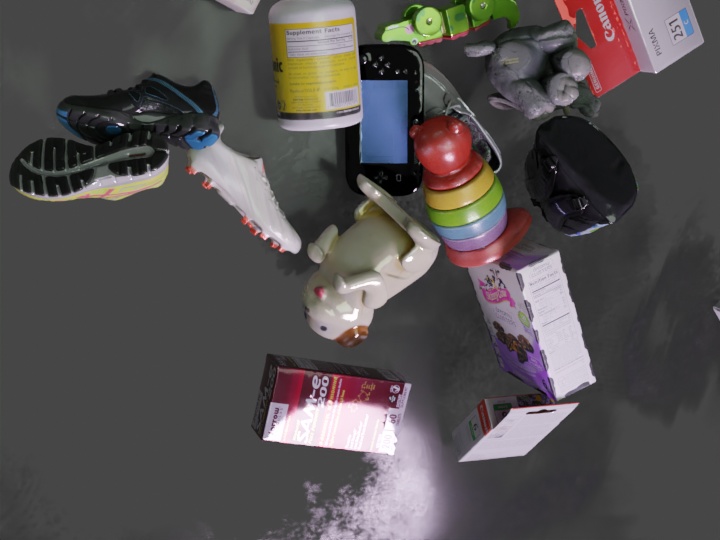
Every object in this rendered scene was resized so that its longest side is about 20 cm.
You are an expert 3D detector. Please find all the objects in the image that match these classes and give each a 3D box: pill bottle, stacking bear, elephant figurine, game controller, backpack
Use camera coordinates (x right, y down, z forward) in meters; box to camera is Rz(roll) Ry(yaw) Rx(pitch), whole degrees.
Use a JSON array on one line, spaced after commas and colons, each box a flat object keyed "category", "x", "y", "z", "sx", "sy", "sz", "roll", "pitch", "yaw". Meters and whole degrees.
[{"category": "pill bottle", "x": -0.057, "y": -0.283, "z": 1.565, "sx": 0.110, "sy": 0.111, "sz": 0.202, "roll": -9, "pitch": 105, "yaw": -18}, {"category": "stacking bear", "x": 0.130, "y": -0.115, "z": 1.638, "sx": 0.114, "sy": 0.121, "sz": 0.201, "roll": -58, "pitch": 134, "yaw": -40}, {"category": "elephant figurine", "x": 0.237, "y": -0.257, "z": 1.685, "sx": 0.141, "sy": 0.200, "sz": 0.156, "roll": -30, "pitch": 87, "yaw": 5}, {"category": "game controller", "x": 0.032, "y": -0.197, "z": 1.639, "sx": 0.103, "sy": 0.042, "sz": 0.202, "roll": 4, "pitch": 109, "yaw": 13}, {"category": "backpack", "x": 0.293, "y": -0.123, "z": 1.691, "sx": 0.153, "sy": 0.200, "sz": 0.163, "roll": -36, "pitch": 82, "yaw": -21}]

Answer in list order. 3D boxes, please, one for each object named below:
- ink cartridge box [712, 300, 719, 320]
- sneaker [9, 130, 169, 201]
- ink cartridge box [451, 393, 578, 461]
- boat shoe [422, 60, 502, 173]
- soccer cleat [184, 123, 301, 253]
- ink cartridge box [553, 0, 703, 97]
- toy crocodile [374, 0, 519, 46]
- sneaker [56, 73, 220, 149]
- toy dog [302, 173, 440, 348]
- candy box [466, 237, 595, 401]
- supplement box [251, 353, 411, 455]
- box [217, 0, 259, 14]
[{"category": "ink cartridge box", "x": 0.666, "y": 0.056, "z": 1.934, "sx": 0.200, "sy": 0.083, "sz": 0.147, "roll": -39, "pitch": 113, "yaw": -9}, {"category": "sneaker", "x": -0.327, "y": -0.114, "z": 1.526, "sx": 0.198, "sy": 0.090, "sz": 0.079, "roll": -4, "pitch": 71, "yaw": 0}, {"category": "ink cartridge box", "x": 0.214, "y": 0.208, "z": 1.749, "sx": 0.108, "sy": 0.200, "sz": 0.051, "roll": -3, "pitch": 62, "yaw": -20}, {"category": "boat shoe", "x": 0.119, "y": -0.202, "z": 1.673, "sx": 0.072, "sy": 0.068, "sz": 0.200, "roll": -40, "pitch": 112, "yaw": -7}, {"category": "soccer cleat", "x": -0.138, "y": -0.102, "z": 1.605, "sx": 0.200, "sy": 0.069, "sz": 0.078, "roll": 44, "pitch": 83, "yaw": -21}, {"category": "ink cartridge box", "x": 0.371, "y": -0.366, "z": 1.743, "sx": 0.176, "sy": 0.045, "sz": 0.201, "roll": -32, "pitch": 111, "yaw": -12}, {"category": "toy crocodile", "x": 0.114, "y": -0.328, "z": 1.642, "sx": 0.199, "sy": 0.067, "sz": 0.062, "roll": -19, "pitch": 109, "yaw": -16}, {"category": "sneaker", "x": -0.273, "y": -0.198, "z": 1.538, "sx": 0.198, "sy": 0.073, "sz": 0.083, "roll": 4, "pitch": 67, "yaw": -13}, {"category": "toy dog", "x": 0.000, "y": 0.000, "z": 1.645, "sx": 0.140, "sy": 0.194, "sz": 0.200, "roll": 44, "pitch": 96, "yaw": 19}, {"category": "candy box", "x": 0.231, "y": 0.057, "z": 1.724, "sx": 0.071, "sy": 0.168, "sz": 0.201, "roll": -25, "pitch": 110, "yaw": -15}, {"category": "supplement box", "x": -0.040, "y": 0.185, "z": 1.713, "sx": 0.199, "sy": 0.061, "sz": 0.110, "roll": 9, "pitch": 100, "yaw": -21}, {"category": "box", "x": -0.134, "y": -0.423, "z": 1.520, "sx": 0.095, "sy": 0.078, "sz": 0.201, "roll": 24, "pitch": 93, "yaw": -25}]
